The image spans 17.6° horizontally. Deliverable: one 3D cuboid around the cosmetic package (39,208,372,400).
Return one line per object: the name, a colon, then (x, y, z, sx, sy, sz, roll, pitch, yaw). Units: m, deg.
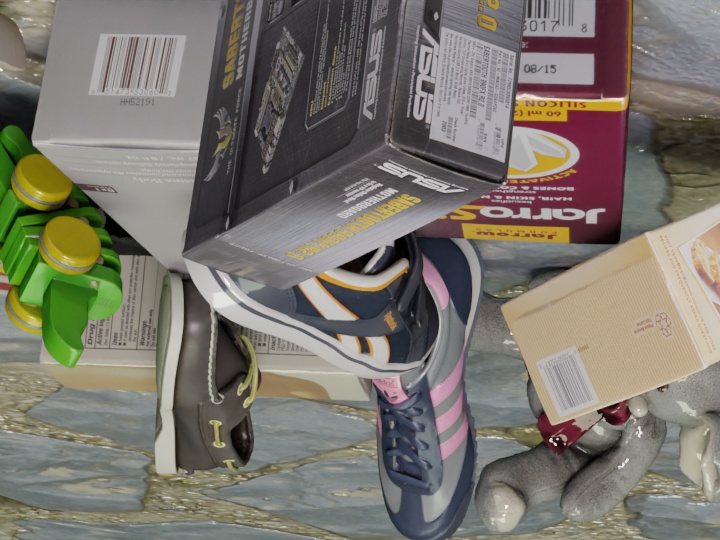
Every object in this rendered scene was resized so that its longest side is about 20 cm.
cosmetic package: (-0.091, 0.021, 1.440, 0.198, 0.106, 0.071, 3, 163, 8)

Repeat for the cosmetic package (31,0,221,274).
cosmetic package: (-0.079, -0.064, 1.188, 0.106, 0.091, 0.200, 2, 160, 18)

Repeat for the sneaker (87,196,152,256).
sneaker: (-0.089, -0.034, 1.330, 0.104, 0.061, 0.199, 12, 166, -34)

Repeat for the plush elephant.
plush elephant: (0.165, 0.067, 1.436, 0.198, 0.166, 0.155, 1, 162, -18)

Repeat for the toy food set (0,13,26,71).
toy food set: (-0.279, -0.110, 1.132, 0.199, 0.061, 0.143, -8, 159, 36)

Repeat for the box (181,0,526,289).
box: (0.002, -0.108, 0.831, 0.048, 0.202, 0.158, 16, 159, -24)

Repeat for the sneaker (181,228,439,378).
sneaker: (0.000, 0.000, 1.155, 0.079, 0.079, 0.200, -34, 156, 21)

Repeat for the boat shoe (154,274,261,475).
boat shoe: (-0.087, 0.060, 1.334, 0.060, 0.072, 0.202, 3, 154, -4)

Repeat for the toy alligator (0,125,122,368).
toy alligator: (-0.162, -0.034, 1.181, 0.054, 0.201, 0.059, -1, 139, -36)

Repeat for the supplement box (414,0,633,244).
supplement box: (0.071, -0.083, 1.090, 0.109, 0.086, 0.200, 2, 163, 6)

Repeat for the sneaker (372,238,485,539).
sneaker: (0.028, 0.076, 1.414, 0.070, 0.202, 0.082, 7, -165, 29)

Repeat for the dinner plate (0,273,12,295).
dinner plate: (-0.235, -0.045, 1.331, 0.199, 0.024, 0.201, 17, 153, 9)

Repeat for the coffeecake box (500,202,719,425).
coffeecake box: (0.198, 0.000, 1.204, 0.199, 0.074, 0.153, -22, 176, -28)
